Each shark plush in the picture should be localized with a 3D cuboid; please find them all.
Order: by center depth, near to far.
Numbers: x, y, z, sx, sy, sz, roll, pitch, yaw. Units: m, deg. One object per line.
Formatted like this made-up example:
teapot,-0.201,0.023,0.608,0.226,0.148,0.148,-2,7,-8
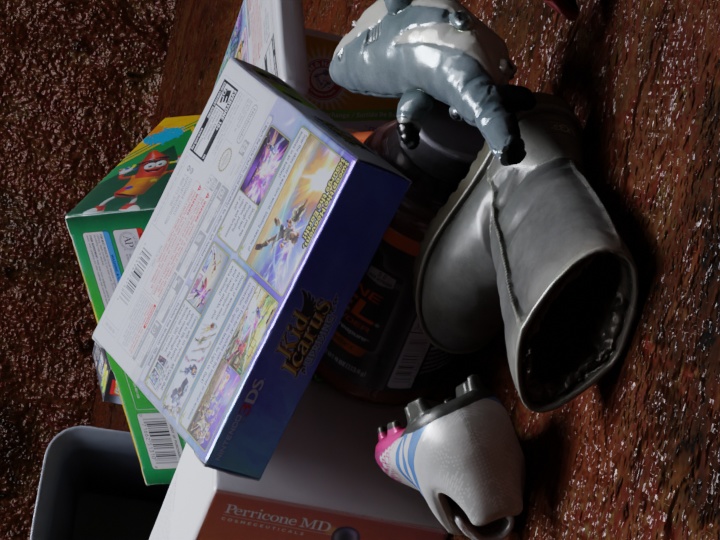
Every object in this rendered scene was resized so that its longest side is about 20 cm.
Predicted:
shark plush,0.050,-0.100,1.405,0.083,0.091,0.200,-50,47,6

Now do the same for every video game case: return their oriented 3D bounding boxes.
video game case,-0.069,-0.004,1.490,0.200,0.045,0.181,-63,34,10
video game case,-0.076,-0.125,1.807,0.200,0.024,0.182,-96,22,-49

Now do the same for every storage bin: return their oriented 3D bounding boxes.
storage bin,-0.166,0.207,2.076,0.134,0.199,0.146,106,172,-71

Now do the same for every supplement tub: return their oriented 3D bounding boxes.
supplement tub,0.033,-0.019,1.514,0.107,0.107,0.200,-91,16,-47

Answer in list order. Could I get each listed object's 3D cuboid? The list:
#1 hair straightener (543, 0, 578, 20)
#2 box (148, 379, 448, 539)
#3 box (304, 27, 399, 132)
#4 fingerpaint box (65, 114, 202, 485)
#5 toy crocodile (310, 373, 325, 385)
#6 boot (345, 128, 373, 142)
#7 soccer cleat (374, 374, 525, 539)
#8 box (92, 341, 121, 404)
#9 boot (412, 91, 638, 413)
hair straightener,0.129,-0.219,1.456,0.077,0.041,0.200,-44,20,23
box,-0.045,0.171,1.586,0.200,0.152,0.107,113,164,-44
box,-0.026,-0.101,1.874,0.200,0.112,0.102,148,133,-73
fingerpaint box,-0.107,0.016,1.680,0.167,0.073,0.201,-52,-47,-58
toy crocodile,-0.034,0.075,1.613,0.062,0.200,0.068,-27,41,25
boot,0.000,0.000,1.681,0.107,0.075,0.201,2,77,42
soccer cleat,0.052,0.115,1.393,0.200,0.070,0.087,102,146,-81
box,-0.219,0.105,2.611,0.200,0.110,0.035,-126,49,-75
boot,0.088,0.015,1.338,0.200,0.072,0.182,-107,30,-55
